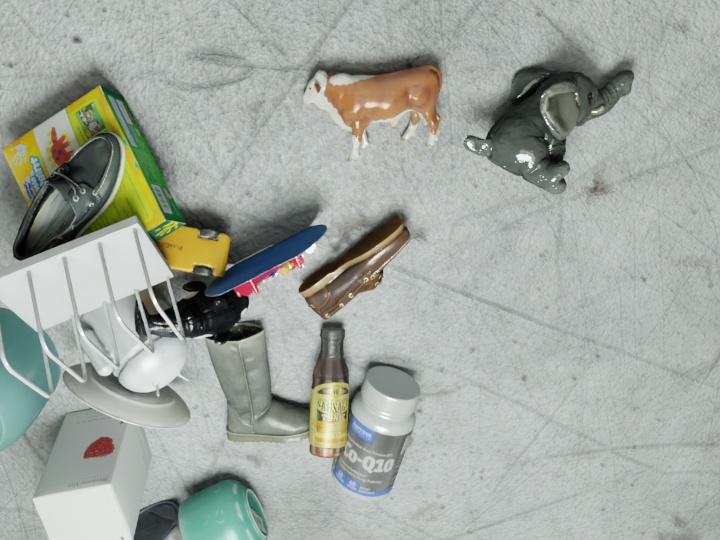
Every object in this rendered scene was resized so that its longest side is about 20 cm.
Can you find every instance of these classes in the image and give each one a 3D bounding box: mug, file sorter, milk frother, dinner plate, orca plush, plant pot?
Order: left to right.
[{"bbox_3d":[-0.570,0.183,1.142,0.196,0.162,0.204,-2,117,-5],"label":"plant pot"},{"bbox_3d":[-0.335,0.052,0.959,0.197,0.126,0.139,-23,152,-5],"label":"file sorter"},{"bbox_3d":[-0.345,0.178,1.147,0.197,0.200,0.025,22,98,-16],"label":"dinner plate"},{"bbox_3d":[-0.356,0.549,1.321,0.178,0.201,0.190,-21,116,9],"label":"milk frother"},{"bbox_3d":[-0.229,0.047,1.107,0.198,0.107,0.071,6,145,-44],"label":"orca plush"},{"bbox_3d":[-0.225,0.438,1.321,0.113,0.185,0.154,-26,93,1],"label":"mug"}]

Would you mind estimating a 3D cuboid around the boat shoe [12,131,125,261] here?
[{"bbox_3d":[-0.369,-0.090,0.955,0.074,0.066,0.200,41,96,11],"label":"boat shoe"}]

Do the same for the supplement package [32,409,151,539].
[{"bbox_3d":[-0.413,0.322,1.203,0.119,0.201,0.122,-9,117,-2],"label":"supplement package"}]

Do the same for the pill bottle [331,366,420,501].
[{"bbox_3d":[0.027,0.269,1.272,0.112,0.114,0.203,11,114,-11],"label":"pill bottle"}]

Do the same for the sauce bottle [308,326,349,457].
[{"bbox_3d":[-0.050,0.194,1.230,0.065,0.066,0.204,0,95,-6],"label":"sauce bottle"}]

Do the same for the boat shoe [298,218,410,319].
[{"bbox_3d":[0.000,0.000,1.166,0.199,0.071,0.071,-34,108,20],"label":"boat shoe"}]

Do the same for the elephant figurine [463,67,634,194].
[{"bbox_3d":[0.267,-0.223,1.069,0.140,0.154,0.203,32,102,26],"label":"elephant figurine"}]

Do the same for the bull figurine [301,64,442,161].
[{"bbox_3d":[0.020,-0.225,1.062,0.196,0.065,0.123,-8,120,1],"label":"bull figurine"}]

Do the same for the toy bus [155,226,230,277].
[{"bbox_3d":[-0.289,-0.037,1.105,0.196,0.078,0.066,10,87,-11],"label":"toy bus"}]

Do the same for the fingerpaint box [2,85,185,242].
[{"bbox_3d":[-0.355,-0.111,1.025,0.165,0.073,0.202,-29,84,8],"label":"fingerpaint box"}]

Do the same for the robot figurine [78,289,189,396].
[{"bbox_3d":[-0.331,0.094,1.123,0.201,0.169,0.113,50,129,10],"label":"robot figurine"}]

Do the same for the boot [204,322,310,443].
[{"bbox_3d":[-0.153,0.180,1.244,0.178,0.073,0.204,-4,109,-6],"label":"boot"}]

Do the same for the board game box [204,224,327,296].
[{"bbox_3d":[-0.127,0.000,1.099,0.197,0.158,0.039,-27,105,7],"label":"board game box"}]
